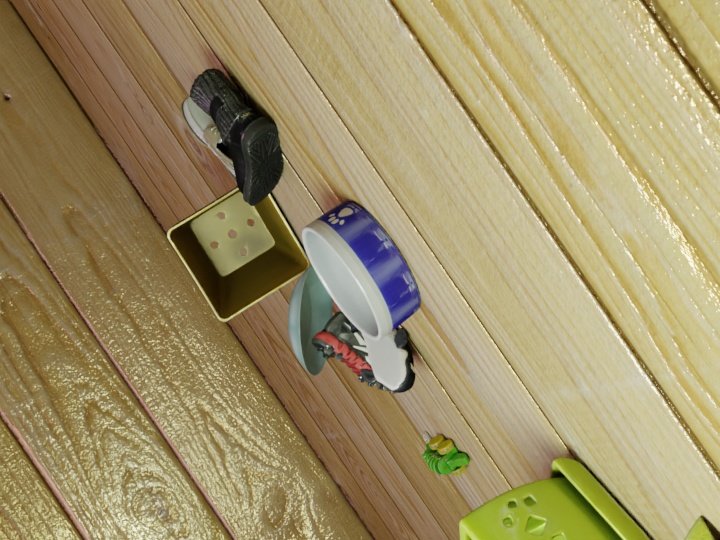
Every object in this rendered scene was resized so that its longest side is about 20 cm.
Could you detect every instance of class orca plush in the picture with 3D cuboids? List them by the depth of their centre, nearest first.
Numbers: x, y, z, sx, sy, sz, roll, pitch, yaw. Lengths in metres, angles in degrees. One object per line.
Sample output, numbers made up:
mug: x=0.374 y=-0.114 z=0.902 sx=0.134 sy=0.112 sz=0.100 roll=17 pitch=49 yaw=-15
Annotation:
orca plush: x=0.046 y=0.138 z=1.858 sx=0.071 sy=0.106 sz=0.200 roll=27 pitch=-176 yaw=-38

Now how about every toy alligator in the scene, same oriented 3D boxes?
toy alligator: x=0.135 y=0.331 z=2.014 sx=0.060 sy=0.054 sz=0.200 roll=59 pitch=166 yaw=-12

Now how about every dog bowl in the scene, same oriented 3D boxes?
dog bowl: x=0.000 y=0.000 z=1.678 sx=0.200 sy=0.079 sz=0.200 roll=50 pitch=165 yaw=19

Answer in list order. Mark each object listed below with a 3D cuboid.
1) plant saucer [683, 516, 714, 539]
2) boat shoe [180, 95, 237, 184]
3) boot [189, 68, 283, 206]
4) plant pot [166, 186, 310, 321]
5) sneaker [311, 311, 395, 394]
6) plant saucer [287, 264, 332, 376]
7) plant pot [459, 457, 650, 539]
plant saucer: x=0.389 y=0.402 z=1.221 sx=0.201 sy=0.047 sz=0.201 roll=72 pitch=178 yaw=-49
boat shoe: x=-0.234 y=-0.233 z=1.965 sx=0.200 sy=0.075 sz=0.068 roll=48 pitch=160 yaw=1
boot: x=-0.203 y=-0.219 z=1.852 sx=0.158 sy=0.079 sz=0.212 roll=42 pitch=151 yaw=22
plant pot: x=-0.234 y=-0.054 z=2.139 sx=0.201 sy=0.199 sz=0.176 roll=59 pitch=177 yaw=-15
sneaker: x=0.009 y=0.141 z=1.985 sx=0.200 sy=0.098 sz=0.071 roll=37 pitch=162 yaw=-28
plant saucer: x=-0.094 y=0.084 z=1.991 sx=0.201 sy=0.038 sz=0.203 roll=1 pitch=-90 yaw=-76
plant pot: x=0.256 y=0.372 z=1.449 sx=0.199 sy=0.181 sz=0.201 roll=47 pitch=163 yaw=28
